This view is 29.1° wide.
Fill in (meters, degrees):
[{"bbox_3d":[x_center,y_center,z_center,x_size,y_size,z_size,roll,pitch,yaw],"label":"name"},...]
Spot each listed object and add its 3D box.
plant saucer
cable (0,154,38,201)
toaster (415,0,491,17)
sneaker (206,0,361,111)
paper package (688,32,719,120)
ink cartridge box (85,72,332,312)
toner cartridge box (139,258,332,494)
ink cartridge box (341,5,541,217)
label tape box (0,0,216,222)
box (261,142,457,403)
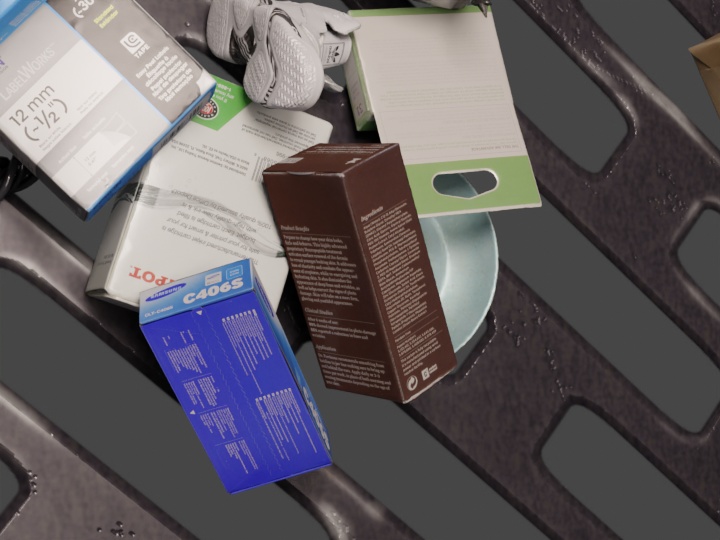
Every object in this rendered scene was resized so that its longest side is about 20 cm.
[{"bbox_3d":[0.028,-0.010,1.242,0.201,0.039,0.201,1,87,-22],"label":"plant saucer"},{"bbox_3d":[-0.298,-0.144,1.107,0.200,0.051,0.163,-37,101,-20],"label":"cable"},{"bbox_3d":[0.045,-0.328,1.191,0.180,0.119,0.200,17,87,-2],"label":"toaster"},{"bbox_3d":[-0.046,-0.181,1.145,0.115,0.200,0.075,5,113,-29],"label":"sneaker"},{"bbox_3d":[0.458,-0.223,1.348,0.200,0.191,0.104,-28,97,-20],"label":"paper package"},{"bbox_3d":[-0.127,-0.050,1.155,0.146,0.083,0.200,21,79,-21],"label":"ink cartridge box"},{"bbox_3d":[-0.097,0.089,1.115,0.095,0.043,0.200,-18,127,4],"label":"toner cartridge box"},{"bbox_3d":[0.068,-0.138,1.235,0.145,0.048,0.200,-6,76,-23],"label":"ink cartridge box"},{"bbox_3d":[-0.231,-0.158,1.058,0.200,0.066,0.143,45,78,-7],"label":"label tape box"},{"bbox_3d":[0.000,0.000,1.127,0.075,0.100,0.200,-32,116,-36],"label":"box"}]
